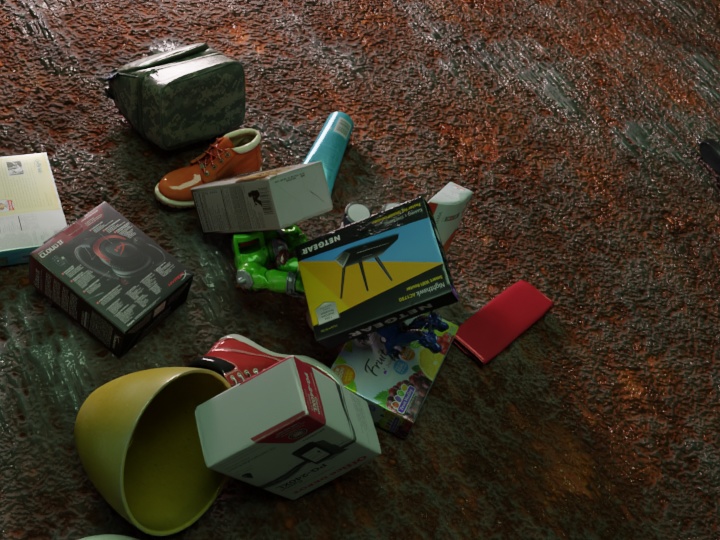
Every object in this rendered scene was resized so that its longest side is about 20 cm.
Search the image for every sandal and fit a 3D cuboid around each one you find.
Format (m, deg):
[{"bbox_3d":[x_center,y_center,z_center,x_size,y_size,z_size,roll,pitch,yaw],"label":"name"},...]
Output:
[{"bbox_3d":[0.764,-0.192,1.798,0.048,0.075,0.201,-29,52,-6],"label":"sandal"}]

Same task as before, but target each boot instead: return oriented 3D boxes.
[{"bbox_3d":[-0.251,-0.175,1.444,0.199,0.107,0.075,-26,63,-32],"label":"boot"},{"bbox_3d":[-0.127,0.155,1.172,0.199,0.073,0.144,19,14,8],"label":"boot"}]

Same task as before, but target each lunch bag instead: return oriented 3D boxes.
[{"bbox_3d":[-0.325,-0.317,1.532,0.200,0.140,0.167,-29,47,-35],"label":"lunch bag"}]

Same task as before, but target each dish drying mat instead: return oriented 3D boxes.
[{"bbox_3d":[0.232,0.082,1.422,0.077,0.018,0.200,41,52,21],"label":"dish drying mat"}]

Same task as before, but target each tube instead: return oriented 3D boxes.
[{"bbox_3d":[-0.063,-0.205,1.569,0.077,0.051,0.201,17,52,4],"label":"tube"}]

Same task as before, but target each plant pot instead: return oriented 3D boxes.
[{"bbox_3d":[-0.266,0.205,1.069,0.141,0.201,0.200,10,40,32],"label":"plant pot"}]

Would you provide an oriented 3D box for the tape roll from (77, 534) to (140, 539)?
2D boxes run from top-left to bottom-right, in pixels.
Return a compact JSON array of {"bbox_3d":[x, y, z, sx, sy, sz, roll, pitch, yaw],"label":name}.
[{"bbox_3d":[-0.291,0.397,0.976,0.202,0.037,0.204,9,49,-10],"label":"tape roll"}]

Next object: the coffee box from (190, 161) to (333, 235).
[{"bbox_3d":[-0.155,-0.110,1.345,0.199,0.080,0.113,-1,17,46],"label":"coffee box"}]

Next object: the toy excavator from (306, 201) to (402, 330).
[{"bbox_3d":[0.000,0.000,1.381,0.193,0.100,0.201,-3,59,-18],"label":"toy excavator"}]

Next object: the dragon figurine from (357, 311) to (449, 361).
[{"bbox_3d":[0.034,0.064,1.250,0.200,0.100,0.059,32,49,15],"label":"dragon figurine"}]

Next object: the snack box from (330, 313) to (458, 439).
[{"bbox_3d":[0.046,0.133,1.297,0.142,0.053,0.200,25,47,8],"label":"snack box"}]

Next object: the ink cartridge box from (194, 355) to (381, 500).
[{"bbox_3d":[-0.083,0.200,1.074,0.145,0.200,0.084,-30,55,13],"label":"ink cartridge box"}]

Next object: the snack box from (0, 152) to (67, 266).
[{"bbox_3d":[-0.524,-0.098,1.338,0.116,0.037,0.201,-9,53,-26],"label":"snack box"}]

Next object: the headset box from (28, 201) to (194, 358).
[{"bbox_3d":[-0.367,0.004,1.256,0.200,0.075,0.149,38,49,7],"label":"headset box"}]

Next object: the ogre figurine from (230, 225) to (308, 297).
[{"bbox_3d":[-0.137,-0.019,1.342,0.119,0.098,0.201,-2,48,-12],"label":"ogre figurine"}]

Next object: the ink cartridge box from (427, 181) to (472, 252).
[{"bbox_3d":[0.106,-0.039,1.352,0.050,0.163,0.200,25,26,8],"label":"ink cartridge box"}]

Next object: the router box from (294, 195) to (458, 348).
[{"bbox_3d":[0.020,0.003,1.202,0.199,0.051,0.150,-22,66,13],"label":"router box"}]
